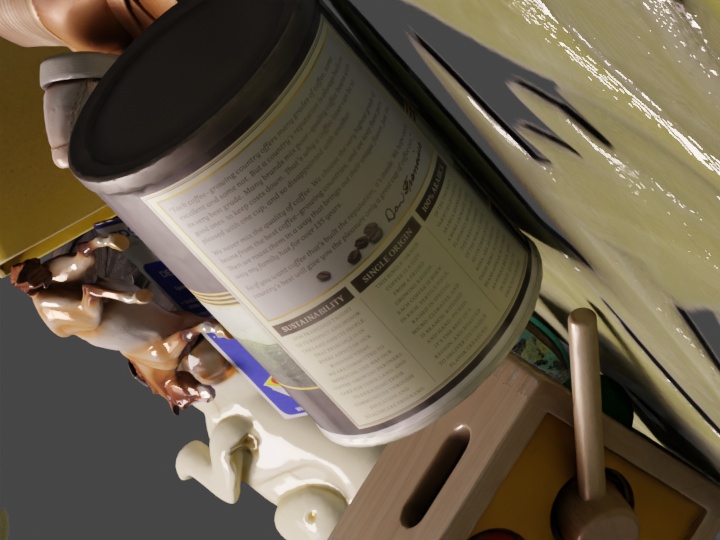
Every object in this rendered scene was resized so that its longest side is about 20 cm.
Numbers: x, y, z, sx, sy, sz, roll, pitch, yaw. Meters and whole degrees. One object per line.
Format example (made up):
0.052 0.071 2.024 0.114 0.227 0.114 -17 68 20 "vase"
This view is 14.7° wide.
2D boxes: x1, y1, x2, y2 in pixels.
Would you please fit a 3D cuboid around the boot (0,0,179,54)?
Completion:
-0.095 -0.138 1.544 0.155 0.077 0.200 1 163 40 "boot"

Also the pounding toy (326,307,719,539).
0.103 0.125 1.538 0.184 0.200 0.142 31 -178 -29 "pounding toy"

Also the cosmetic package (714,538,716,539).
0.140 0.199 1.809 0.101 0.071 0.200 40 150 -15 "cosmetic package"

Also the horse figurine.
-0.146 0.027 1.745 0.200 0.050 0.132 27 154 -34 "horse figurine"

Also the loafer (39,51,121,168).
-0.090 -0.072 1.528 0.199 0.063 0.072 10 167 -38 "loafer"

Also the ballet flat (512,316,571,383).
0.107 0.090 1.705 0.074 0.074 0.200 42 174 33 "ballet flat"

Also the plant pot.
-0.182 -0.122 1.746 0.177 0.199 0.200 61 174 -1 "plant pot"

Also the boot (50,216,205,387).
-0.118 -0.028 1.895 0.069 0.200 0.174 34 180 -36 "boot"

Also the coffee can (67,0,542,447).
-0.025 -0.031 1.371 0.200 0.146 0.146 48 174 -27 "coffee can"

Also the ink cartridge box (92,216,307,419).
-0.034 0.005 1.742 0.197 0.047 0.200 -13 128 44 "ink cartridge box"

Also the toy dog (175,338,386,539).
-0.052 0.096 1.920 0.200 0.140 0.194 48 139 -3 "toy dog"
